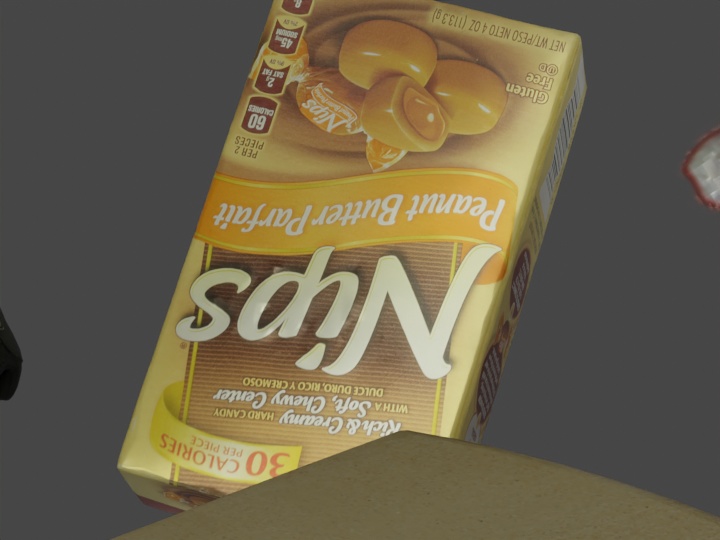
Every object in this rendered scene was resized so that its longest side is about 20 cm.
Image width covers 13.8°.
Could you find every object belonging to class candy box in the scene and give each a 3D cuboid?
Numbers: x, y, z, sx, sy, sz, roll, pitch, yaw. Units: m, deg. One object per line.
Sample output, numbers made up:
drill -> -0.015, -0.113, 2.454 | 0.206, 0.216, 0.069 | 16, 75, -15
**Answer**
candy box -> 0.000, 0.000, 1.069 | 0.115, 0.055, 0.201 | 14, 73, 13

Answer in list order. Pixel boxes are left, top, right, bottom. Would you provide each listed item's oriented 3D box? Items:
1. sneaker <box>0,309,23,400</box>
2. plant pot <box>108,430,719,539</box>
sneaker -> -0.204, 0.066, 1.070 | 0.200, 0.067, 0.091 | -40, 68, -9
plant pot -> 0.013, 0.160, 0.877 | 0.199, 0.201, 0.177 | -19, 38, -32
